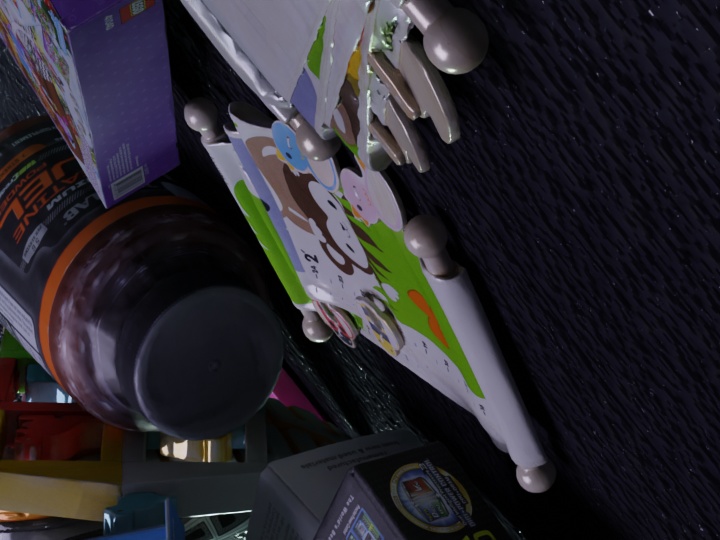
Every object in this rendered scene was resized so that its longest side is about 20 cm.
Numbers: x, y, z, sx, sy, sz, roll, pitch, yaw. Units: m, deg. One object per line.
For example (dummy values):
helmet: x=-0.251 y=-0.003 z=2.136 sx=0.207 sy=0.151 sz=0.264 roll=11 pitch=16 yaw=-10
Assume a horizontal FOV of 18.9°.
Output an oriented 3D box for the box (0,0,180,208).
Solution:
box: x=-0.117 y=-0.115 z=0.785 sx=0.137 sy=0.039 sz=0.200 roll=57 pitch=170 yaw=10

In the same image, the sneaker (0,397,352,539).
sneaker: x=-0.087 y=0.112 z=1.028 sx=0.078 sy=0.198 sz=0.078 roll=-134 pitch=42 yaw=-63

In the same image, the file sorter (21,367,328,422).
file sorter: x=-0.106 y=0.093 z=1.186 sx=0.139 sy=0.125 sz=0.200 roll=51 pitch=169 yaw=4

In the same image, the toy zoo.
toy zoo: x=-0.108 y=0.070 z=0.997 sx=0.200 sy=0.130 sz=0.021 roll=-100 pitch=12 yaw=-69

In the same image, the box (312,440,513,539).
box: x=0.021 y=0.187 z=0.791 sx=0.161 sy=0.044 sz=0.201 roll=54 pitch=137 yaw=30

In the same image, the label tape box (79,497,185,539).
label tape box: x=-0.100 y=0.190 z=0.900 sx=0.200 sy=0.065 sz=0.144 roll=89 pitch=179 yaw=-68

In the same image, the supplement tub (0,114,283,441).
supplement tub: x=-0.109 y=0.005 z=0.986 sx=0.200 sy=0.107 sz=0.107 roll=35 pitch=160 yaw=53

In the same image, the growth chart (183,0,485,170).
growth chart: x=-0.028 y=-0.084 z=0.580 sx=0.145 sy=0.018 sz=0.200 roll=52 pitch=169 yaw=-2

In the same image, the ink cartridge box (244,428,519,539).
ink cartridge box: x=0.031 y=0.185 z=0.885 sx=0.200 sy=0.085 sz=0.147 roll=42 pitch=130 yaw=37

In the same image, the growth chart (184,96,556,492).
growth chart: x=0.000 y=0.000 z=0.767 sx=0.200 sy=0.018 sz=0.145 roll=33 pitch=157 yaw=56
